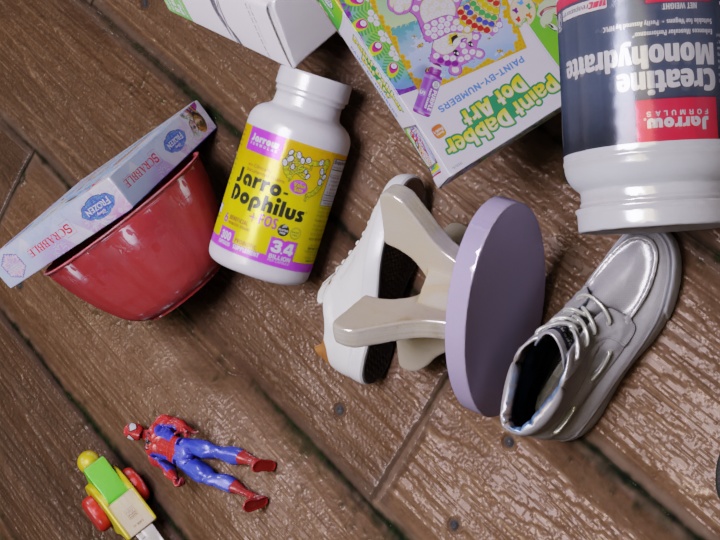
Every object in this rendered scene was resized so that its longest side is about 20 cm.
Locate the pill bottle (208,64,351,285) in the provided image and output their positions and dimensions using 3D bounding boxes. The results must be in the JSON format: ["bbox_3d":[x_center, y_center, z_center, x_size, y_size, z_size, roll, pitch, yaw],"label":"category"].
[{"bbox_3d":[-0.073,-0.094,1.179,0.104,0.104,0.201,23,99,36],"label":"pill bottle"}]

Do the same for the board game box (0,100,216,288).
[{"bbox_3d":[-0.270,-0.082,1.281,0.199,0.200,0.041,-28,106,33],"label":"board game box"}]

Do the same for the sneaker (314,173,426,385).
[{"bbox_3d":[0.000,0.000,1.134,0.084,0.073,0.201,22,100,34],"label":"sneaker"}]

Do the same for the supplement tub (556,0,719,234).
[{"bbox_3d":[0.221,-0.131,0.914,0.140,0.140,0.201,-4,88,37],"label":"supplement tub"}]

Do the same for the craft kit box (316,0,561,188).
[{"bbox_3d":[0.094,-0.202,0.993,0.200,0.049,0.198,-33,89,-14],"label":"craft kit box"}]

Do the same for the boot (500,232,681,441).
[{"bbox_3d":[0.184,0.052,0.975,0.073,0.095,0.201,32,105,35],"label":"boot"}]

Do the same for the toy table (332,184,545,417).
[{"bbox_3d":[0.076,0.019,1.021,0.117,0.184,0.201,19,120,33],"label":"toy table"}]

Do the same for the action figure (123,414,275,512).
[{"bbox_3d":[-0.178,0.194,1.269,0.199,0.052,0.066,14,98,40],"label":"action figure"}]

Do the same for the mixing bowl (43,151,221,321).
[{"bbox_3d":[-0.213,-0.019,1.247,0.200,0.200,0.109,-30,104,31],"label":"mixing bowl"}]

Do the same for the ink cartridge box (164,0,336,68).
[{"bbox_3d":[-0.093,-0.298,1.184,0.200,0.084,0.145,32,67,36],"label":"ink cartridge box"}]

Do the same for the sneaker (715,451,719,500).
[{"bbox_3d":[0.318,0.098,0.876,0.077,0.084,0.200,42,110,33],"label":"sneaker"}]

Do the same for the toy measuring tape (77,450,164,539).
[{"bbox_3d":[-0.241,0.277,1.306,0.074,0.074,0.200,-45,79,25],"label":"toy measuring tape"}]
